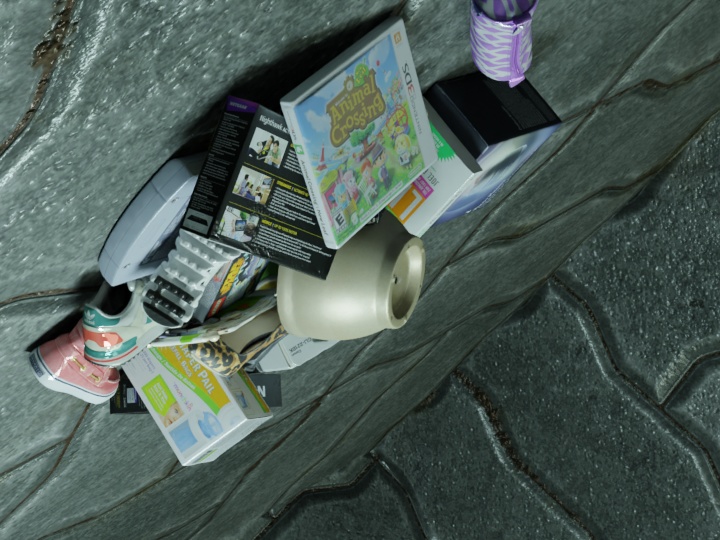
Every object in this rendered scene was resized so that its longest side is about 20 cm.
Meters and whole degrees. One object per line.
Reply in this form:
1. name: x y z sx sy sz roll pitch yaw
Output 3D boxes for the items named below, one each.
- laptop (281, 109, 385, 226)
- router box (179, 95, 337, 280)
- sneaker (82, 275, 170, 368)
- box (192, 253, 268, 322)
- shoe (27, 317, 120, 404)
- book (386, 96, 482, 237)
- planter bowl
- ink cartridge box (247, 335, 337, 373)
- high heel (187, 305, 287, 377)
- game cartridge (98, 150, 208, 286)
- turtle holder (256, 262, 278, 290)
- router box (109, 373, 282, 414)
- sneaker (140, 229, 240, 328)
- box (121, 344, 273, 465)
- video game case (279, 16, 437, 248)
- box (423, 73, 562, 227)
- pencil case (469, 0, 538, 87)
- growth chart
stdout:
1. laptop: -0.019 -0.149 1.618 0.200 0.103 0.177 -9 122 -22
2. router box: -0.086 -0.084 1.469 0.200 0.051 0.149 21 90 -51
3. sneaker: -0.258 0.027 1.625 0.200 0.070 0.093 -45 144 -44
4. box: -0.133 -0.043 1.645 0.200 0.040 0.137 -62 167 26
5. shoe: -0.329 0.110 1.714 0.091 0.071 0.200 -34 163 7
6. book: 0.060 -0.118 1.843 0.048 0.134 0.200 -21 158 -51
7. planter bowl: 0.000 0.000 1.723 0.200 0.135 0.200 13 90 -69
8. ink cartridge box: -0.113 0.084 2.022 0.144 0.084 0.200 -30 -170 -32
9. high heel: -0.137 0.064 1.726 0.143 0.071 0.200 -48 162 10
10. game cartridge: -0.210 -0.062 1.530 0.133 0.041 0.200 -27 163 -52
11. turtle holder: -0.093 0.007 1.865 0.141 0.132 0.185 -46 165 34
12. router box: -0.237 0.179 1.983 0.157 0.052 0.200 -8 172 37
13. sneaker: -0.174 -0.028 1.546 0.200 0.075 0.081 -48 -172 18
14. box: -0.224 0.141 1.802 0.112 0.200 0.101 -37 168 11
15. video game case: 0.004 -0.151 1.494 0.200 0.022 0.182 -43 129 -37
16. box: 0.141 -0.168 1.920 0.198 0.123 0.200 -21 158 -48
17. pencil case: 0.175 -0.296 1.654 0.084 0.086 0.200 -36 168 -2
18. growth chart: -0.177 0.058 1.696 0.145 0.018 0.200 -9 -167 33
